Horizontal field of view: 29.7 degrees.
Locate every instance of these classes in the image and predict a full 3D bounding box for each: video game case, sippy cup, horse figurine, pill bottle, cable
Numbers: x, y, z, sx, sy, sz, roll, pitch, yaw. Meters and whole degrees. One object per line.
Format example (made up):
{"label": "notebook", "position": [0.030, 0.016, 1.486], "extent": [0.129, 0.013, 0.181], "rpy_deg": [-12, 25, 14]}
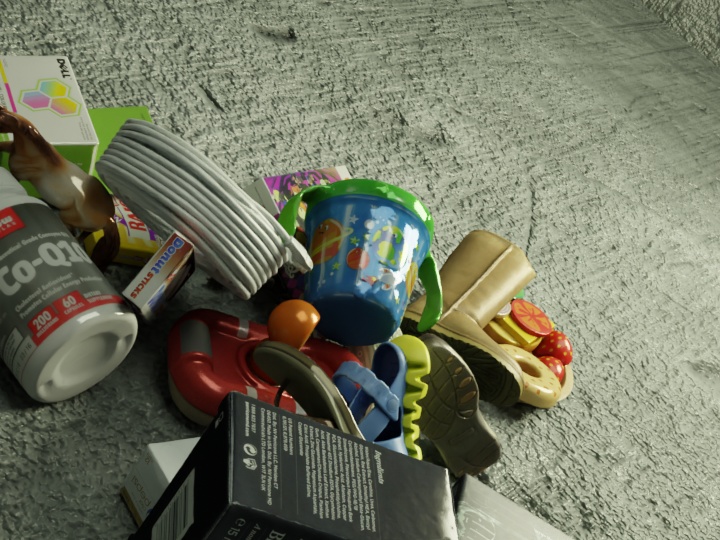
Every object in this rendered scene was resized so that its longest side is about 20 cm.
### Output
{"label": "video game case", "position": [-0.034, -0.023, 1.490], "extent": [0.200, 0.036, 0.182], "rpy_deg": [-16, 79, -63]}
{"label": "sippy cup", "position": [0.000, 0.000, 1.363], "extent": [0.177, 0.140, 0.131], "rpy_deg": [9, 56, 2]}
{"label": "horse figurine", "position": [-0.292, -0.073, 1.285], "extent": [0.200, 0.132, 0.050], "rpy_deg": [46, 49, -21]}
{"label": "pill bottle", "position": [-0.296, 0.008, 1.197], "extent": [0.200, 0.114, 0.114], "rpy_deg": [48, 33, 21]}
{"label": "cable", "position": [-0.158, -0.057, 1.268], "extent": [0.200, 0.069, 0.200], "rpy_deg": [26, -16, 50]}

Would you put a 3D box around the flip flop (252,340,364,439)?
{"label": "flip flop", "position": [-0.037, 0.147, 1.185], "extent": [0.057, 0.081, 0.201], "rpy_deg": [-30, 78, -20]}

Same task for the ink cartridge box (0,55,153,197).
{"label": "ink cartridge box", "position": [-0.295, -0.152, 1.415], "extent": [0.199, 0.076, 0.148], "rpy_deg": [-5, 47, -26]}

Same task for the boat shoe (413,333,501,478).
{"label": "boat shoe", "position": [0.081, 0.131, 1.372], "extent": [0.073, 0.074, 0.201], "rpy_deg": [57, -8, 48]}

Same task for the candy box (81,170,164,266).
{"label": "candy box", "position": [-0.258, -0.080, 1.445], "extent": [0.102, 0.026, 0.201], "rpy_deg": [8, 39, -32]}

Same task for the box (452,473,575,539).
{"label": "box", "position": [0.128, 0.318, 1.174], "extent": [0.199, 0.124, 0.197], "rpy_deg": [31, 32, -6]}

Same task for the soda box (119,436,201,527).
{"label": "soda box", "position": [-0.106, 0.185, 1.186], "extent": [0.199, 0.064, 0.068], "rpy_deg": [-1, 46, -46]}

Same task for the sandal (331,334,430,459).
{"label": "sandal", "position": [0.012, 0.160, 1.259], "extent": [0.087, 0.079, 0.201], "rpy_deg": [5, 79, -34]}

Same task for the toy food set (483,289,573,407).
{"label": "toy food set", "position": [0.175, 0.081, 1.623], "extent": [0.198, 0.049, 0.200], "rpy_deg": [43, 32, 14]}

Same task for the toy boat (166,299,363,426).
{"label": "toy boat", "position": [-0.078, 0.082, 1.289], "extent": [0.199, 0.131, 0.131], "rpy_deg": [18, 34, -26]}

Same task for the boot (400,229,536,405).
{"label": "boot", "position": [0.149, 0.045, 1.546], "extent": [0.175, 0.066, 0.200], "rpy_deg": [33, 44, 15]}

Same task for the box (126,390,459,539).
{"label": "box", "position": [-0.057, 0.225, 1.046], "extent": [0.199, 0.197, 0.118], "rpy_deg": [22, 33, -21]}

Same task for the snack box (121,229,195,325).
{"label": "snack box", "position": [-0.182, 0.010, 1.239], "extent": [0.024, 0.072, 0.200], "rpy_deg": [40, -9, -1]}

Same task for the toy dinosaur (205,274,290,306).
{"label": "toy dinosaur", "position": [-0.107, -0.018, 1.458], "extent": [0.199, 0.077, 0.103], "rpy_deg": [21, 46, -15]}

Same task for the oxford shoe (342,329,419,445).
{"label": "oxford shoe", "position": [0.016, 0.138, 1.385], "extent": [0.075, 0.058, 0.201], "rpy_deg": [26, 45, -36]}
